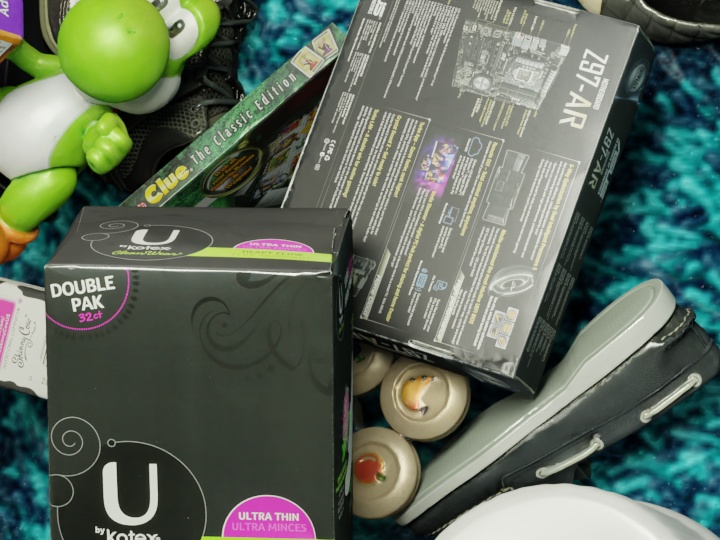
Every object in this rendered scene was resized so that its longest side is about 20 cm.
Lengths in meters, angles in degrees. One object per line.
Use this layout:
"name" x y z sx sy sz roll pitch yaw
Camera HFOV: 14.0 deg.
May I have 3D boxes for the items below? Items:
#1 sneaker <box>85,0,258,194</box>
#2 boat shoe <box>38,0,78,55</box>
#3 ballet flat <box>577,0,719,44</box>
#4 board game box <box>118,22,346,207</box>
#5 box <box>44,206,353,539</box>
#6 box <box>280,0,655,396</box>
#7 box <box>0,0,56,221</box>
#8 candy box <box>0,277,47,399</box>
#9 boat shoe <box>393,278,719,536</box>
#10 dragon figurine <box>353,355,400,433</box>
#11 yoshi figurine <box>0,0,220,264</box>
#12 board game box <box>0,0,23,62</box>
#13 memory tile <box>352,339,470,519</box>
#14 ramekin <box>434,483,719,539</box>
"sneaker" -0.086 -0.126 1.718 0.114 0.076 0.200 37 93 27
"boat shoe" -0.133 -0.217 1.759 0.065 0.073 0.201 -2 66 67
"ballet flat" 0.206 -0.157 1.610 0.199 0.057 0.067 9 76 26
"board game box" -0.067 -0.053 1.667 0.200 0.105 0.023 -40 66 6
"box" -0.079 0.077 1.495 0.148 0.124 0.201 1 105 4
"box" 0.049 -0.052 1.565 0.160 0.044 0.201 16 81 22
"box" -0.254 -0.131 1.791 0.140 0.079 0.201 -5 71 25
"candy box" -0.184 0.040 1.665 0.199 0.136 0.061 12 87 26
"boat shoe" 0.104 0.088 1.567 0.200 0.076 0.060 -39 102 23
"dragon figurine" 0.000 0.000 1.644 0.099 0.059 0.201 -12 72 16
"yoshi figurine" -0.167 -0.094 1.626 0.200 0.112 0.112 -41 27 19
"board game box" -0.322 -0.187 1.628 0.200 0.199 0.201 -38 47 43
"memory tile" 0.009 0.023 1.594 0.153 0.017 0.201 32 88 23
"ramekin" 0.109 0.206 1.509 0.199 0.098 0.202 -7 71 21
